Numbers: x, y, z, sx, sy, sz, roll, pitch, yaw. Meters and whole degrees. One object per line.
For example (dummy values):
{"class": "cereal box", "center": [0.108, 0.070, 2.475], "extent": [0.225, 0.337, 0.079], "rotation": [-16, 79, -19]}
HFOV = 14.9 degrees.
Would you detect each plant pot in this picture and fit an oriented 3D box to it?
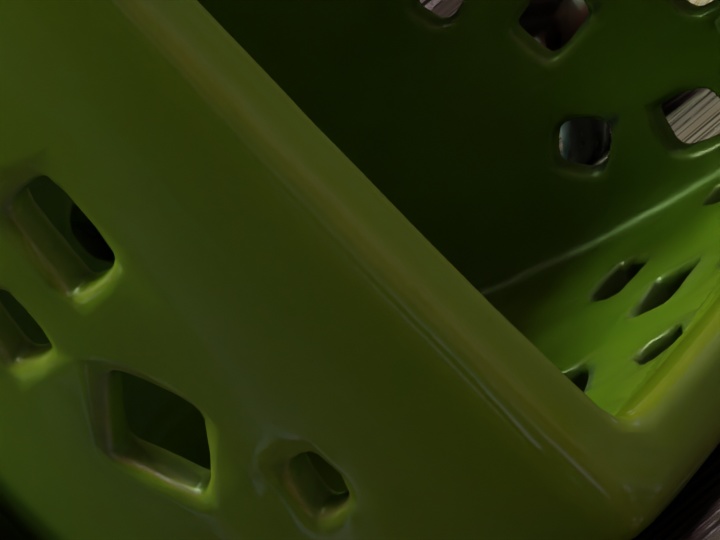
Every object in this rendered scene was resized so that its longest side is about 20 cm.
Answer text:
{"class": "plant pot", "center": [-0.023, -0.032, 0.557], "extent": [0.181, 0.199, 0.200], "rotation": [-43, 2, 44]}

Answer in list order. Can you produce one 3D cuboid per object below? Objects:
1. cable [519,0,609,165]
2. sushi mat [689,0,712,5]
{"class": "cable", "center": [0.058, -0.053, 0.958], "extent": [0.050, 0.097, 0.200], "rotation": [-9, -25, -17]}
{"class": "sushi mat", "center": [0.141, -0.146, 0.987], "extent": [0.095, 0.012, 0.200], "rotation": [6, 50, 52]}
